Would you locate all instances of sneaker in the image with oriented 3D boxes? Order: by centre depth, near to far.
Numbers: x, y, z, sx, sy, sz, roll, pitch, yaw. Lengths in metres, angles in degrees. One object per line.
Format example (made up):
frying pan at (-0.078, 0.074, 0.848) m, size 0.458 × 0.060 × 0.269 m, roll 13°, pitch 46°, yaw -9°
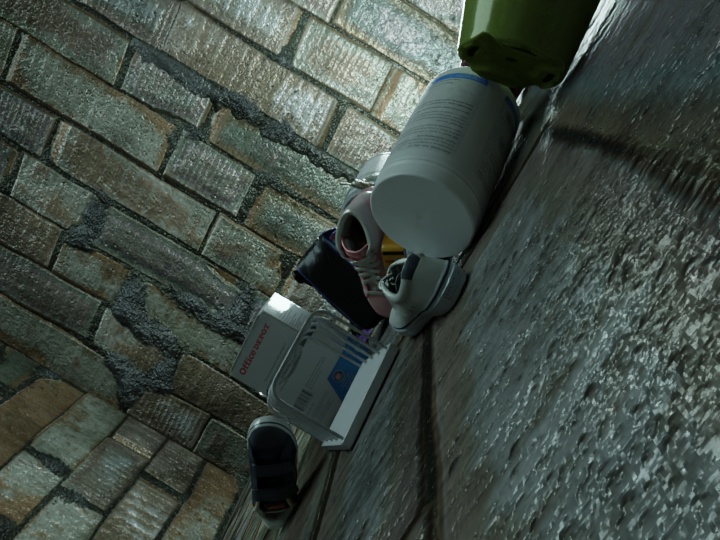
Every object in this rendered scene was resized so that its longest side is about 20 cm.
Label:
sneaker at (0.056, 0.020, 0.723) m, size 0.074 × 0.070 × 0.200 m, roll -61°, pitch 2°, yaw -20°
sneaker at (0.011, -0.011, 0.944) m, size 0.105 × 0.074 × 0.204 m, roll -40°, pitch -53°, yaw -55°
sneaker at (-0.131, 0.314, 0.985) m, size 0.080 × 0.077 × 0.203 m, roll -99°, pitch 5°, yaw -53°

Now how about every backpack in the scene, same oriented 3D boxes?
backpack at (0.000, 0.000, 1.159) m, size 0.135 × 0.182 × 0.200 m, roll -51°, pitch -7°, yaw 19°

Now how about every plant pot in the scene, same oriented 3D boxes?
plant pot at (0.186, -0.310, 0.697) m, size 0.200 × 0.196 × 0.194 m, roll 166°, pitch 122°, yaw -87°

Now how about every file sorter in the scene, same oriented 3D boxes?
file sorter at (-0.050, 0.152, 0.888) m, size 0.140 × 0.123 × 0.200 m, roll -61°, pitch 1°, yaw -19°

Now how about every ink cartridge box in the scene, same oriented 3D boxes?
ink cartridge box at (-0.105, 0.157, 1.121) m, size 0.147 × 0.198 × 0.084 m, roll -59°, pitch 2°, yaw 24°

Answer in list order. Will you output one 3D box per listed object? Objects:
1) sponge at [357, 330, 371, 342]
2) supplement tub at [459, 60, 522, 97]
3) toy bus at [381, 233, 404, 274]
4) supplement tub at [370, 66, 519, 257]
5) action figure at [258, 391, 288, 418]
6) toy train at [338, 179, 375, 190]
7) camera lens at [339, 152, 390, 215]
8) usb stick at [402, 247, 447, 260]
sponge at (-0.039, 0.202, 1.279) m, size 0.202 × 0.029 × 0.112 m, roll -60°, pitch 1°, yaw 28°
supplement tub at (0.213, -0.324, 1.010) m, size 0.108 × 0.106 × 0.201 m, roll -59°, pitch 4°, yaw 42°
toy bus at (0.088, -0.070, 0.951) m, size 0.201 × 0.064 × 0.079 m, roll -64°, pitch -35°, yaw -49°
supplement tub at (0.104, -0.132, 0.764) m, size 0.202 × 0.130 × 0.132 m, roll -61°, pitch 2°, yaw -33°
action figure at (-0.097, 0.217, 1.369) m, size 0.194 × 0.199 × 0.105 m, roll -46°, pitch 48°, yaw 6°
toy train at (0.076, -0.154, 1.089) m, size 0.116 × 0.196 × 0.086 m, roll -46°, pitch 43°, yaw 46°
camera lens at (0.052, -0.144, 1.361) m, size 0.161 × 0.158 × 0.201 m, roll -59°, pitch 3°, yaw 35°
usb stick at (0.077, -0.073, 0.868) m, size 0.033 × 0.054 × 0.203 m, roll 74°, pitch -172°, yaw -47°
